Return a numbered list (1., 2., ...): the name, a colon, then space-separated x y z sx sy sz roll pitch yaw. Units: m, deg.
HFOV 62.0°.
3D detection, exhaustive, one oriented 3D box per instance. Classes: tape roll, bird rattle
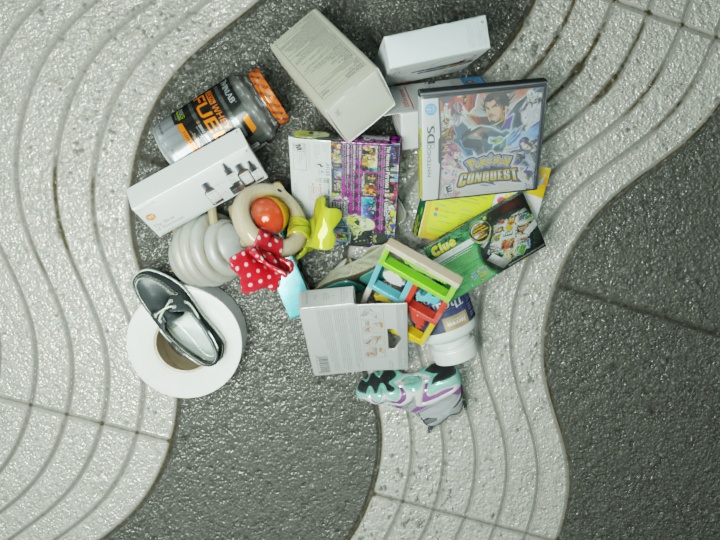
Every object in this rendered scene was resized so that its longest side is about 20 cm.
1. tape roll: -0.306 0.120 1.069 0.202 0.071 0.203 0 100 -3
2. bird rattle: -0.139 -0.060 0.947 0.200 0.113 0.163 -32 83 -37

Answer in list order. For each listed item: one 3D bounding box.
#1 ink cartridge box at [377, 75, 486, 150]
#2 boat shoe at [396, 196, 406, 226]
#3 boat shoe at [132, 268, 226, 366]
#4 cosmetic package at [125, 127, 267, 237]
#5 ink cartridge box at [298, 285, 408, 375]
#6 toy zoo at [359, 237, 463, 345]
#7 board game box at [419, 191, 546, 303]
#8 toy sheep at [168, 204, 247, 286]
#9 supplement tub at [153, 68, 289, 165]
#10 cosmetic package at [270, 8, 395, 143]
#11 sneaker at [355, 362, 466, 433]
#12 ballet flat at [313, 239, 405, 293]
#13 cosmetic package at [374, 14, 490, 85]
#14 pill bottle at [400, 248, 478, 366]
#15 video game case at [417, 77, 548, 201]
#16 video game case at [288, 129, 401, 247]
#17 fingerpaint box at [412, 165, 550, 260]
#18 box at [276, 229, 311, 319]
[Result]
1. ink cartridge box: 0.116 -0.261 0.997 0.199 0.116 0.068 -7 128 -2
2. boat shoe: -0.002 -0.152 1.050 0.200 0.057 0.067 32 115 -12
3. boat shoe: -0.302 0.078 0.996 0.200 0.060 0.076 43 95 -9
4. cosmetic package: -0.253 -0.136 0.938 0.200 0.083 0.051 -29 56 0
5. ink cartridge box: -0.007 0.107 1.038 0.175 0.045 0.200 -4 138 1
6. toy zoo: 0.072 0.048 0.987 0.131 0.020 0.200 29 138 7
7. board game box: 0.207 -0.040 1.001 0.200 0.023 0.105 -29 104 -11
8. toy sheep: -0.251 -0.039 1.011 0.199 0.138 0.138 -12 103 36
9. supplement tub: -0.225 -0.236 0.985 0.200 0.123 0.123 -33 100 2
10. cosmetic package: -0.046 -0.309 0.945 0.103 0.087 0.200 -37 56 4
11. sneaker: 0.099 0.250 1.114 0.199 0.078 0.140 -9 121 19
12. ballet flat: 0.000 0.000 1.053 0.200 0.063 0.067 -21 145 34
13. cosmetic package: 0.104 -0.339 0.946 0.150 0.200 0.052 -10 100 -1
14. pill bottle: 0.140 0.062 1.063 0.111 0.111 0.201 -20 101 0
15. video game case: 0.191 -0.205 0.955 0.199 0.026 0.181 -6 122 -3
16. video game case: -0.026 -0.132 1.005 0.181 0.036 0.201 5 126 6
17. fingerpaint box: 0.208 -0.122 1.054 0.199 0.073 0.168 11 100 -6
18. box: -0.138 -0.022 1.048 0.049 0.082 0.201 -22 101 0
